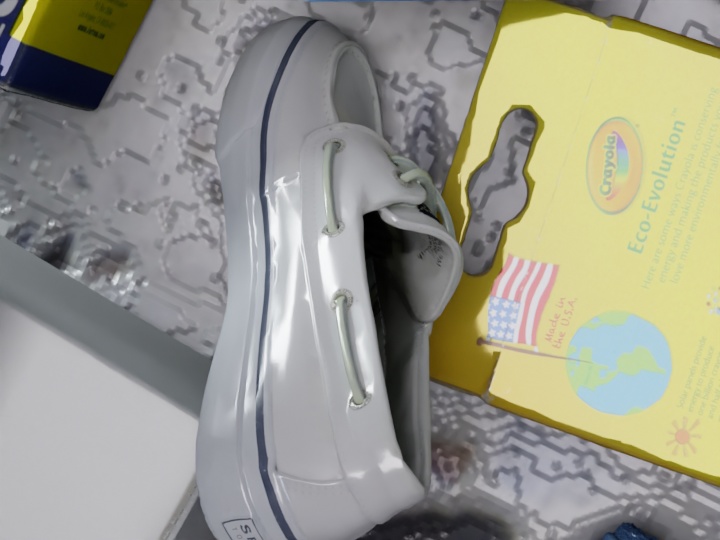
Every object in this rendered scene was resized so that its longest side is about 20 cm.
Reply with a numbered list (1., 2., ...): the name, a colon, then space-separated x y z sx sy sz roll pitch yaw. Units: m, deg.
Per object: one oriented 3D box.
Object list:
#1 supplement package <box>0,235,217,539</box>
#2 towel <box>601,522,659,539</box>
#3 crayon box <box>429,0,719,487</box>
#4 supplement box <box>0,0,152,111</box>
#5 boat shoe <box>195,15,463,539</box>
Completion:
1. supplement package: -0.139 0.046 0.788 0.200 0.117 0.118 30 93 8
2. towel: 0.066 0.187 0.793 0.111 0.049 0.200 35 95 8
3. crayon box: 0.122 0.002 0.783 0.199 0.051 0.127 20 93 7
4. supplement box: -0.096 -0.164 0.785 0.109 0.110 0.201 27 93 7
5. boat shoe: 0.000 0.000 0.750 0.067 0.074 0.201 -16 48 22
